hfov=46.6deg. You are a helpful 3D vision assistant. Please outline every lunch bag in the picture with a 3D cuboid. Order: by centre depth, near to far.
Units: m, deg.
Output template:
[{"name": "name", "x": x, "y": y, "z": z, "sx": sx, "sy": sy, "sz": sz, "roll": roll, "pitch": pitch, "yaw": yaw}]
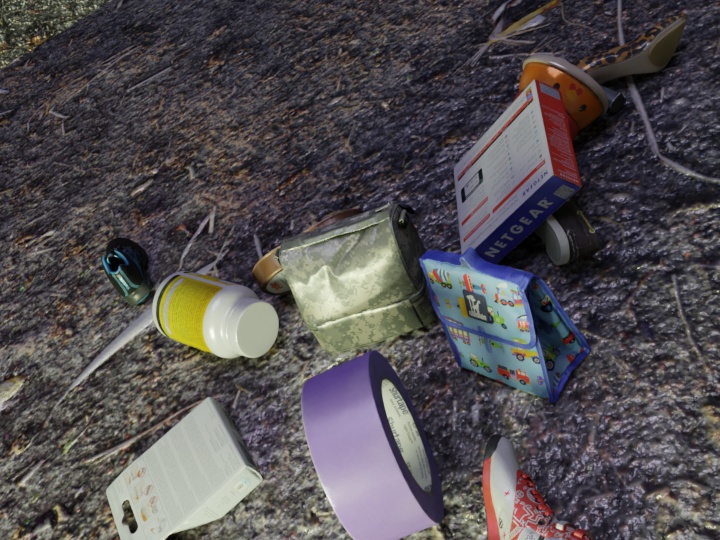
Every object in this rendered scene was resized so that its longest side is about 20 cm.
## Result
[{"name": "lunch bag", "x": 0.164, "y": 0.044, "z": 0.986, "sx": 0.150, "sy": 0.201, "sz": 0.094, "roll": 18, "pitch": 60, "yaw": 44}, {"name": "lunch bag", "x": 0.000, "y": 0.000, "z": 1.167, "sx": 0.198, "sy": 0.168, "sz": 0.140, "roll": -15, "pitch": 42, "yaw": 20}]

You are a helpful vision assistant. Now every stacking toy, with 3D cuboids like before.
[{"name": "stacking toy", "x": 0.267, "y": -0.208, "z": 1.262, "sx": 0.146, "sy": 0.146, "sz": 0.201, "roll": 30, "pitch": 88, "yaw": 48}]

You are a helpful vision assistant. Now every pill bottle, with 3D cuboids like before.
[{"name": "pill bottle", "x": -0.222, "y": 0.071, "z": 1.288, "sx": 0.199, "sy": 0.113, "sz": 0.113, "roll": 12, "pitch": 57, "yaw": 42}]

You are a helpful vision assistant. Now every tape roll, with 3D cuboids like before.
[{"name": "tape roll", "x": 0.016, "y": 0.197, "z": 0.930, "sx": 0.084, "sy": 0.201, "sz": 0.201, "roll": -24, "pitch": 40, "yaw": 10}]

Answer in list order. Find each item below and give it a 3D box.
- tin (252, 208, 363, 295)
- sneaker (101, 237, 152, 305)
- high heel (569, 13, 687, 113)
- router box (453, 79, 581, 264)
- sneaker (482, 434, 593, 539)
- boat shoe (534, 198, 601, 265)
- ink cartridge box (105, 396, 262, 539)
[{"name": "tin", "x": -0.073, "y": -0.027, "z": 1.291, "sx": 0.199, "sy": 0.112, "sz": 0.042, "roll": -31, "pitch": 67, "yaw": 4}, {"name": "sneaker", "x": -0.441, "y": -0.020, "z": 1.553, "sx": 0.073, "sy": 0.082, "sz": 0.200, "roll": -38, "pitch": 38, "yaw": -4}, {"name": "high heel", "x": 0.408, "y": -0.350, "z": 1.322, "sx": 0.200, "sy": 0.071, "sz": 0.142, "roll": -47, "pitch": 47, "yaw": -3}, {"name": "router box", "x": 0.208, "y": -0.129, "z": 1.154, "sx": 0.200, "sy": 0.048, "sz": 0.181, "roll": -47, "pitch": 33, "yaw": 44}, {"name": "sneaker", "x": 0.185, "y": 0.260, "z": 0.859, "sx": 0.107, "sy": 0.067, "sz": 0.203, "roll": -12, "pitch": 47, "yaw": 22}, {"name": "boat shoe", "x": 0.269, "y": -0.080, "z": 1.150, "sx": 0.060, "sy": 0.072, "sz": 0.202, "roll": -11, "pitch": 38, "yaw": -2}, {"name": "ink cartridge box", "x": -0.243, "y": 0.291, "z": 1.138, "sx": 0.200, "sy": 0.047, "sz": 0.160, "roll": -42, "pitch": 40, "yaw": -2}]
